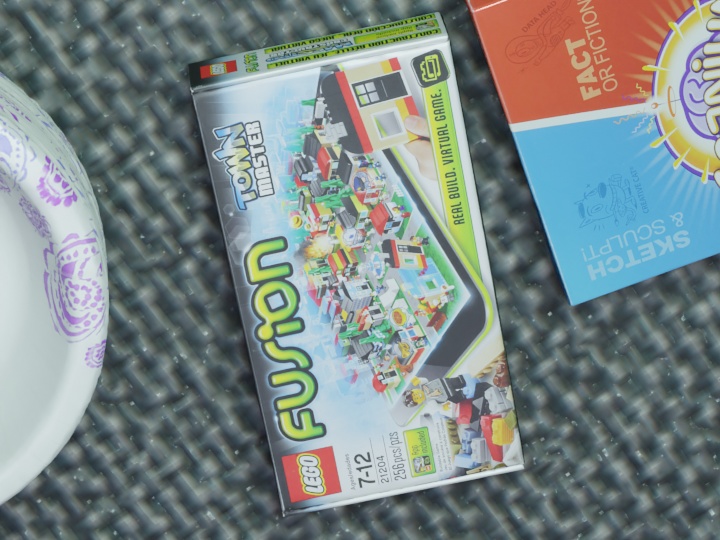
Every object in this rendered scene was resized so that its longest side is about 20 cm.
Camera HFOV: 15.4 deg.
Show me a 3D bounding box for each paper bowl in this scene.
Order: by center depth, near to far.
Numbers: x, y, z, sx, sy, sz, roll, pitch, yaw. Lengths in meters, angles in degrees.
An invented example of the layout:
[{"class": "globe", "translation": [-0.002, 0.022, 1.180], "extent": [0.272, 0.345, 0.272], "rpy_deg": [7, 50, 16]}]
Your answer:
[{"class": "paper bowl", "translation": [-0.201, 0.000, 1.068], "extent": [0.200, 0.104, 0.202], "rpy_deg": [-2, 112, -4]}]

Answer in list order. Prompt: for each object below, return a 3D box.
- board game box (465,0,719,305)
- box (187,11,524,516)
[{"class": "board game box", "translation": [0.155, -0.086, 1.089], "extent": [0.199, 0.040, 0.153], "rpy_deg": [-20, 123, 3]}, {"class": "box", "translation": [0.000, 0.000, 1.125], "extent": [0.109, 0.035, 0.201], "rpy_deg": [-12, 113, -1]}]
